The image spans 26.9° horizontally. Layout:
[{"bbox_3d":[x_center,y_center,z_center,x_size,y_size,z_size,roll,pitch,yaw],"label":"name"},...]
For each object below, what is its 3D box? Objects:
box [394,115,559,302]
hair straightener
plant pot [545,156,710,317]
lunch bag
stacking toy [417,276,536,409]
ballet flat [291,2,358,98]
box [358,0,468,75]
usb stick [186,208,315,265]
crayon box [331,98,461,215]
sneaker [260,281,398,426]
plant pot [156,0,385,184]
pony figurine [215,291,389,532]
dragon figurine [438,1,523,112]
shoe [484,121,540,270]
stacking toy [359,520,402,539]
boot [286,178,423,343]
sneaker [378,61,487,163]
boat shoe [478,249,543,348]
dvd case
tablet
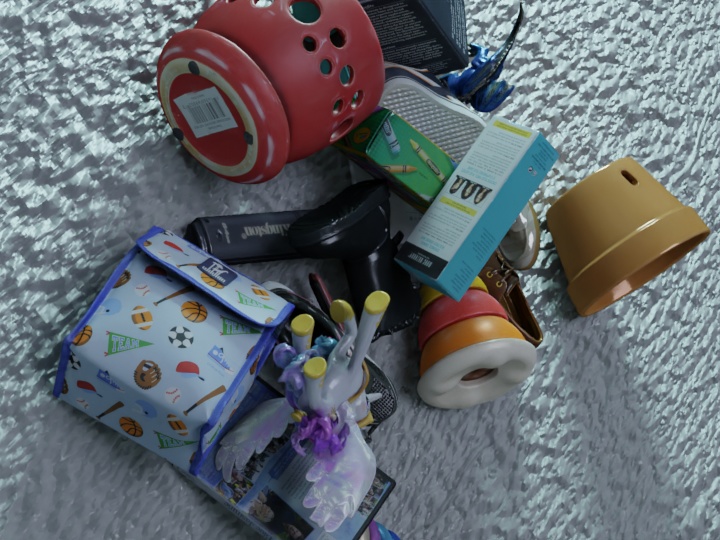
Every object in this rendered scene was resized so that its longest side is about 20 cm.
[{"bbox_3d":[0.129,-0.070,1.657,0.049,0.082,0.201,40,82,-39],"label":"box"},{"bbox_3d":[-0.038,0.108,1.661,0.076,0.041,0.202,-29,103,-18],"label":"hair straightener"},{"bbox_3d":[0.332,-0.051,1.951,0.199,0.200,0.141,-20,73,-44],"label":"plant pot"},{"bbox_3d":[-0.174,0.061,1.452,0.169,0.124,0.201,31,49,3],"label":"lunch bag"},{"bbox_3d":[0.113,0.049,1.772,0.145,0.146,0.202,9,52,-40],"label":"stacking toy"},{"bbox_3d":[-0.031,-0.270,1.771,0.075,0.067,0.202,-29,103,-65],"label":"ballet flat"},{"bbox_3d":[0.044,-0.334,1.765,0.200,0.106,0.150,41,42,-60],"label":"box"},{"bbox_3d":[-0.103,-0.037,1.642,0.199,0.032,0.056,-6,81,-43],"label":"usb stick"},{"bbox_3d":[0.059,-0.117,1.725,0.199,0.119,0.059,35,86,-33],"label":"crayon box"},{"bbox_3d":[-0.038,0.095,1.592,0.199,0.086,0.081,40,80,-14],"label":"sneaker"},{"bbox_3d":[-0.101,-0.200,1.589,0.182,0.200,0.201,-44,106,-34],"label":"plant pot"},{"bbox_3d":[-0.038,0.134,1.483,0.193,0.165,0.201,-45,150,-33],"label":"pony figurine"},{"bbox_3d":[0.150,-0.234,1.865,0.059,0.200,0.100,42,14,-26],"label":"dragon figurine"},{"bbox_3d":[0.172,-0.094,1.889,0.053,0.070,0.202,1,67,-43],"label":"shoe"},{"bbox_3d":[0.037,0.320,1.628,0.199,0.085,0.086,29,58,-39],"label":"stacking toy"},{"bbox_3d":[-0.001,0.000,1.660,0.198,0.073,0.164,-38,118,-58],"label":"boot"},{"bbox_3d":[0.090,-0.185,1.799,0.199,0.078,0.080,36,20,-35],"label":"sneaker"},{"bbox_3d":[0.165,0.012,1.840,0.072,0.067,0.202,-37,105,-41],"label":"boat shoe"},{"bbox_3d":[-0.076,0.209,1.541,0.199,0.018,0.143,37,50,4],"label":"dvd case"},{"bbox_3d":[0.066,-0.096,1.829,0.198,0.014,0.132,2,75,-43],"label":"tablet"}]
